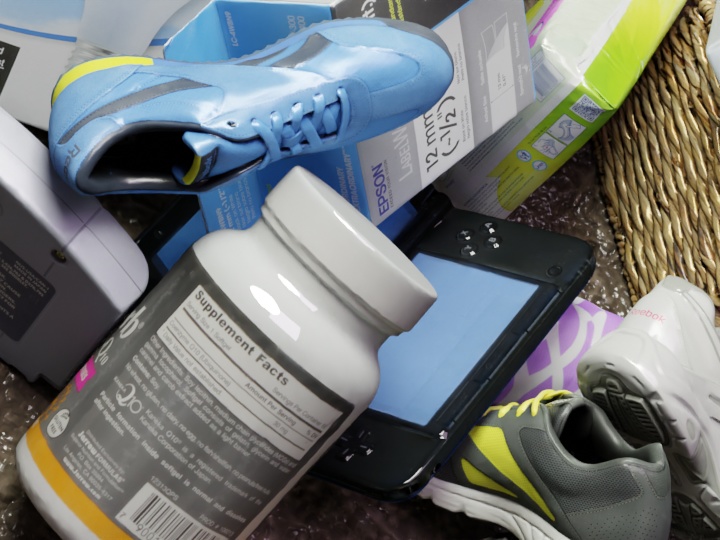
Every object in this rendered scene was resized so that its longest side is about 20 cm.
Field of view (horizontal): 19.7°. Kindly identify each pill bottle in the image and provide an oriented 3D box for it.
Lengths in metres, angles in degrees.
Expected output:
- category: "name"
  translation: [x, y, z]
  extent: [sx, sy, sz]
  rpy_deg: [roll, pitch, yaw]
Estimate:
- category: "pill bottle"
  translation: [-0.063, 0.054, 1.000]
  extent: [0.116, 0.116, 0.200]
  rpy_deg: [42, 95, -5]

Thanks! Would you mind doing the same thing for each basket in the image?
- category: "basket"
  translation: [0.248, -0.052, 1.285]
  extent: [0.142, 0.149, 0.201]
  rpy_deg: [4, 61, -28]

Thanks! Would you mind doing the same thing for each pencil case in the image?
- category: "pencil case"
  translation: [0.149, 0.066, 1.204]
  extent: [0.199, 0.084, 0.086]
  rpy_deg: [24, 18, -19]

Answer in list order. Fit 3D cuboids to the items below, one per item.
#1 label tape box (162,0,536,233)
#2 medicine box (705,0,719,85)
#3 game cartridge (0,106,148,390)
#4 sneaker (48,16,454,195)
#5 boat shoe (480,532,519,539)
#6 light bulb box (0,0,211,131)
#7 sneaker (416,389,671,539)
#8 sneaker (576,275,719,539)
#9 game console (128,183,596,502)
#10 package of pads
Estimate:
- category: "label tape box"
  translation: [0.000, -0.103, 1.070]
  extent: [0.066, 0.144, 0.200]
  rpy_deg: [26, 52, 35]
- category: "medicine box"
  translation: [0.293, -0.097, 1.215]
  extent: [0.201, 0.102, 0.182]
  rpy_deg: [59, 25, -18]
- category: "game cartridge"
  translation: [-0.199, -0.034, 1.022]
  extent: [0.200, 0.133, 0.042]
  rpy_deg: [41, 49, -4]
- category: "sneaker"
  translation: [-0.047, -0.068, 0.980]
  extent: [0.199, 0.066, 0.079]
  rpy_deg: [-9, 38, -10]
- category: "boat shoe"
  translation: [0.072, 0.172, 1.105]
  extent: [0.199, 0.065, 0.074]
  rpy_deg: [-19, 76, -36]
- category: "light bulb box"
  translation: [-0.145, -0.188, 1.078]
  extent: [0.197, 0.201, 0.125]
  rpy_deg: [17, 29, -19]
- category: "sneaker"
  translation: [0.091, 0.094, 1.103]
  extent: [0.199, 0.085, 0.074]
  rpy_deg: [27, 27, 34]
- category: "sneaker"
  translation: [0.195, 0.083, 1.133]
  extent: [0.099, 0.078, 0.200]
  rpy_deg: [-50, 135, -22]
- category: "game console"
  translation: [0.000, 0.000, 1.108]
  extent: [0.200, 0.170, 0.119]
  rpy_deg: [-49, 135, -30]
- category: "package of pads"
  translation: [0.128, -0.132, 1.256]
  extent: [0.068, 0.155, 0.200]
  rpy_deg: [40, 50, -4]
